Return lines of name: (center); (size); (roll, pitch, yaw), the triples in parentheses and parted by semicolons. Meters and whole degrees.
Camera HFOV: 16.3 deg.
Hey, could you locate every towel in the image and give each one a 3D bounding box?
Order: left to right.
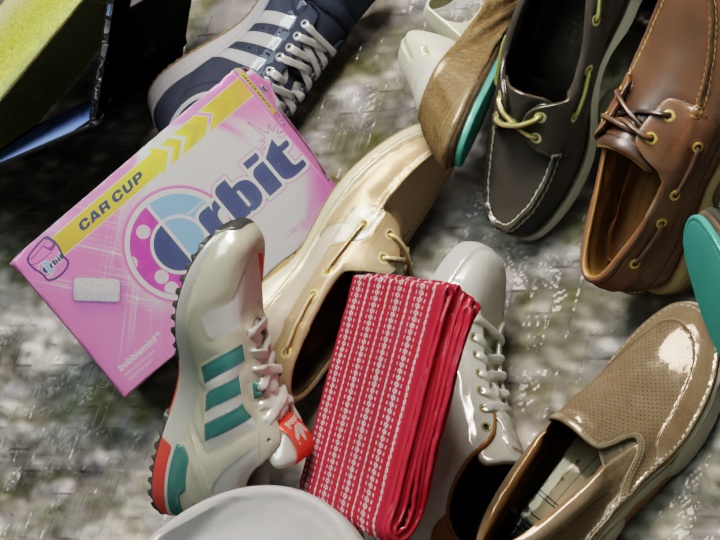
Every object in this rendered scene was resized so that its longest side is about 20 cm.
towel: (0.013, 0.074, 1.425); (0.200, 0.022, 0.145); (-172, 98, -75)

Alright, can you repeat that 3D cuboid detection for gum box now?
gum box: (-0.110, -0.028, 1.612); (0.200, 0.114, 0.066); (-40, 3, 3)

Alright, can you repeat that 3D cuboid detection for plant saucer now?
plant saucer: (-0.237, -0.147, 1.756); (0.048, 0.200, 0.200); (39, 82, 1)

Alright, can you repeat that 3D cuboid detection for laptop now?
laptop: (-0.191, -0.160, 1.723); (0.103, 0.201, 0.177); (15, 21, 10)

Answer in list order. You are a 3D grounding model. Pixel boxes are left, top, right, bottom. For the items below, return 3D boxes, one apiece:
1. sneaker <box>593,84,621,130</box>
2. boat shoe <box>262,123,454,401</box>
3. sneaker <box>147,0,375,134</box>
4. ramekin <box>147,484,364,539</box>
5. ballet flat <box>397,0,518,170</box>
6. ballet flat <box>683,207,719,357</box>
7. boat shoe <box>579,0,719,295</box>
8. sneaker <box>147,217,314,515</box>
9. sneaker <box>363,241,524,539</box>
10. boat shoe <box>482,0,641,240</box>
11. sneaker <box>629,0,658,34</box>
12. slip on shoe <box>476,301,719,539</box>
sneaker: (0.217, -0.095, 1.467); (0.199, 0.081, 0.075); (6, 64, 39)
boat shoe: (0.000, 0.000, 1.562); (0.069, 0.074, 0.200); (35, 83, 33)
sneaker: (-0.054, -0.131, 1.688); (0.200, 0.070, 0.109); (-37, 39, 17)
ramekin: (-0.055, 0.229, 1.401); (0.201, 0.094, 0.203); (-19, 52, 26)
ballet flat: (0.068, -0.143, 1.581); (0.072, 0.068, 0.200); (26, 53, 7)
ballet flat: (0.231, 0.052, 1.359); (0.068, 0.068, 0.201); (-5, 58, -13)
boat shoe: (0.171, -0.077, 1.416); (0.072, 0.067, 0.201); (37, 123, 47)
sneaker: (-0.064, 0.068, 1.498); (0.093, 0.070, 0.201); (20, 112, 21)
sneaker: (0.069, 0.081, 1.451); (0.084, 0.073, 0.201); (3, 72, 34)
boat shoe: (0.109, -0.112, 1.504); (0.072, 0.060, 0.202); (30, 112, 34)
sneaker: (0.223, -0.159, 1.497); (0.199, 0.067, 0.090); (10, 26, 43)
slip on shoe: (0.132, 0.095, 1.396); (0.200, 0.061, 0.076); (-51, 45, -8)
